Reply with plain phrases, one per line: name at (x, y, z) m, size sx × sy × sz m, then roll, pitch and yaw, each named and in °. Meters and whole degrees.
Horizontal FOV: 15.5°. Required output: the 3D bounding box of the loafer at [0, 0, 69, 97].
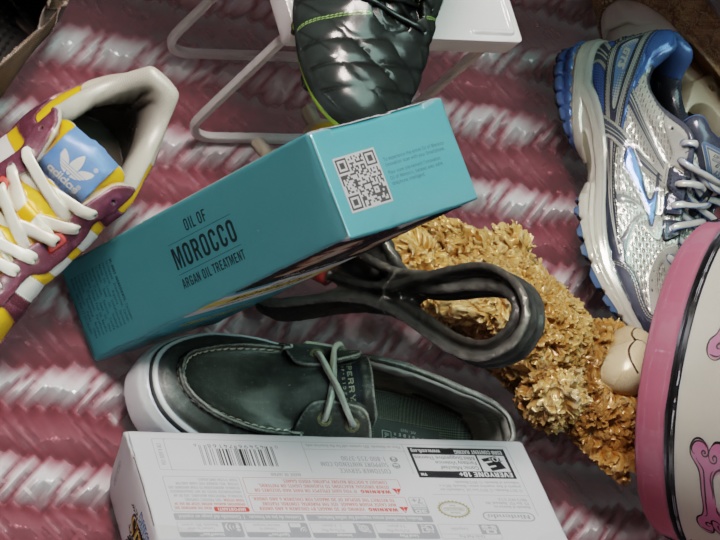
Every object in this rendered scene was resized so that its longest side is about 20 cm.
loafer at (-0.163, -0.139, 1.250) m, size 0.073 × 0.071 × 0.200 m, roll 33°, pitch 48°, yaw -19°

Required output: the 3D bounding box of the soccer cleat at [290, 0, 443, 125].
soccer cleat at (0.018, -0.152, 1.221) m, size 0.067 × 0.081 × 0.201 m, roll 28°, pitch 52°, yaw -21°

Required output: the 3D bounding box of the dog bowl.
dog bowl at (0.202, 0.061, 1.365) m, size 0.200 × 0.074 × 0.201 m, roll -32°, pitch 126°, yaw -59°

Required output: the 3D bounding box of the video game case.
video game case at (0.003, 0.146, 1.162) m, size 0.199 × 0.046 × 0.182 m, roll 3°, pitch 34°, yaw -20°

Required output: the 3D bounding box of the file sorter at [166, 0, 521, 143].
file sorter at (-0.033, -0.178, 1.338) m, size 0.138 × 0.124 × 0.201 m, roll -1°, pitch 67°, yaw -37°

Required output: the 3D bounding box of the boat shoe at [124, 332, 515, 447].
boat shoe at (-0.015, 0.061, 1.257) m, size 0.199 × 0.071 × 0.072 m, roll 10°, pitch 60°, yaw -34°

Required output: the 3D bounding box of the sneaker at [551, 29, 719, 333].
sneaker at (0.163, -0.045, 1.430) m, size 0.077 × 0.085 × 0.201 m, roll 25°, pitch 49°, yaw -59°

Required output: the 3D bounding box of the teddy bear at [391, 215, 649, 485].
teddy bear at (0.083, 0.023, 1.339) m, size 0.200 × 0.067 × 0.145 m, roll 41°, pitch 12°, yaw -5°

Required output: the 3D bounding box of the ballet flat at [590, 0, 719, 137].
ballet flat at (0.187, -0.108, 1.512) m, size 0.200 × 0.070 × 0.065 m, roll 48°, pitch 51°, yaw -4°

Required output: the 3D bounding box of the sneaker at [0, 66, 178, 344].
sneaker at (-0.155, -0.025, 1.182) m, size 0.075 × 0.090 × 0.200 m, roll 43°, pitch 47°, yaw -10°

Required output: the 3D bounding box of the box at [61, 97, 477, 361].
box at (-0.045, -0.016, 1.185) m, size 0.082 × 0.200 × 0.049 m, roll -18°, pitch 85°, yaw -41°

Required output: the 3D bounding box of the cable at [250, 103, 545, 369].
cable at (0.000, 0.000, 1.243) m, size 0.050 × 0.097 × 0.200 m, roll 35°, pitch 3°, yaw -42°
